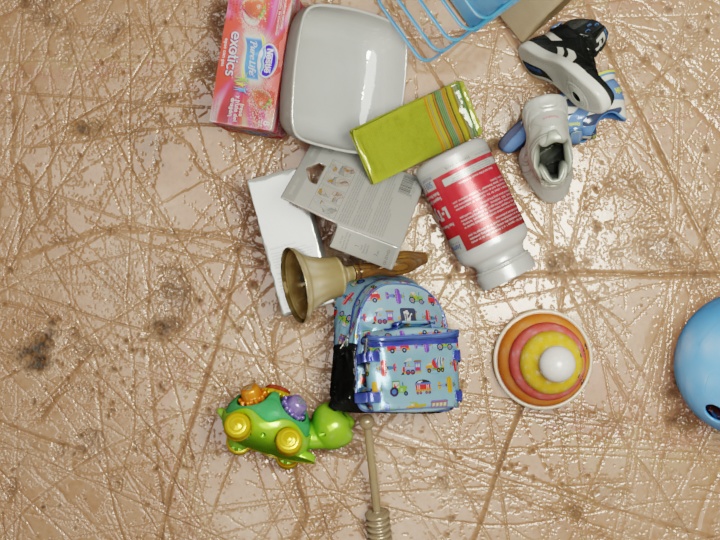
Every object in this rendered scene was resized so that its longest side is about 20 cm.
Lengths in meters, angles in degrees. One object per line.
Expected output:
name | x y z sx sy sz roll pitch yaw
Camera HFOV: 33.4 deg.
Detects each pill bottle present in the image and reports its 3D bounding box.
pill bottle | 0.169 -0.078 1.716 0.112 0.112 0.201 -26 89 2

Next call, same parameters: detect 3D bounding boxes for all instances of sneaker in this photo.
sneaker | 0.262 -0.147 1.675 0.077 0.200 0.100 -10 54 8
sneaker | 0.316 -0.300 1.679 0.112 0.200 0.073 -34 132 -8
sneaker | 0.294 -0.213 1.732 0.199 0.074 0.083 -28 92 3

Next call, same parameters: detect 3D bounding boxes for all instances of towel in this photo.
towel | 0.083 -0.200 1.721 0.199 0.018 0.086 -27 95 -24

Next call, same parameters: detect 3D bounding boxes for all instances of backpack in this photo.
backpack | 0.052 0.101 1.697 0.181 0.134 0.201 5 81 -25

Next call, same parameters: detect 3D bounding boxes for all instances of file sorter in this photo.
file sorter | 0.130 -0.390 1.648 0.123 0.200 0.139 -40 97 -22

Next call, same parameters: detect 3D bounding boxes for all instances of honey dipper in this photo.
honey dipper | 0.017 0.301 1.731 0.038 0.038 0.201 -7 107 2

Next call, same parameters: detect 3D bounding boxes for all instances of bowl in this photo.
bowl | -0.032 -0.270 1.708 0.199 0.074 0.201 5 93 -38

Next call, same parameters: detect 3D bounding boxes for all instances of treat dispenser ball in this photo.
treat dispenser ball | 0.537 0.130 1.663 0.199 0.201 0.202 0 90 2

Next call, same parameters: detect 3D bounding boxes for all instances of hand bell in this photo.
hand bell | 0.000 0.000 1.648 0.199 0.104 0.105 -13 90 -21

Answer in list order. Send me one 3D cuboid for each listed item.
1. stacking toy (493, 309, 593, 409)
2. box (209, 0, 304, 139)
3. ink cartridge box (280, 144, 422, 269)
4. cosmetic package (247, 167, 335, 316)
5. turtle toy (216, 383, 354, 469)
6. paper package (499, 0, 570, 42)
stacking toy | 0.264 0.131 1.670 0.145 0.200 0.147 0 91 2
box | -0.146 -0.298 1.726 0.094 0.103 0.201 9 89 8
ink cartridge box | -0.012 -0.098 1.683 0.175 0.200 0.045 22 124 1
cosmetic package | -0.097 -0.042 1.725 0.081 0.113 0.201 -16 88 1
turtle toy | -0.109 0.222 1.723 0.199 0.146 0.102 15 70 0
paper package | 0.229 -0.450 1.670 0.103 0.191 0.200 -41 91 -21
